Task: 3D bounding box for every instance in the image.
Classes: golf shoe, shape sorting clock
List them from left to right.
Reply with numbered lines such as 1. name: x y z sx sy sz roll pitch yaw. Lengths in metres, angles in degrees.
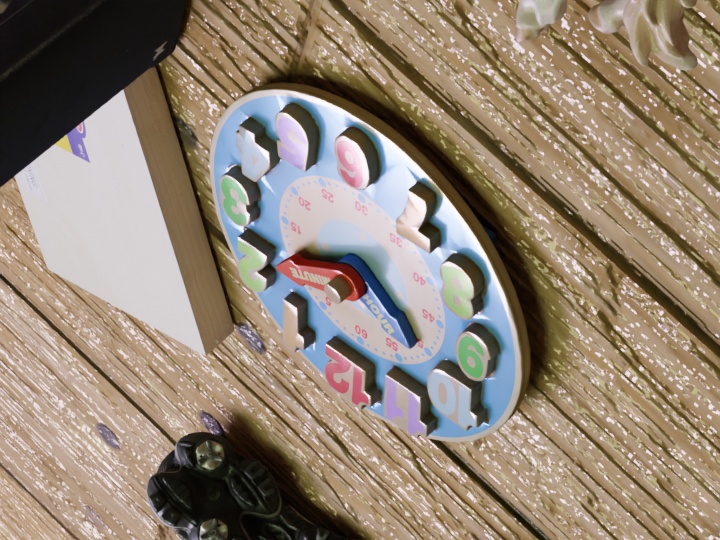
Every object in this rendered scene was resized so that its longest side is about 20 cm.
1. golf shoe: -0.037 0.174 1.539 0.200 0.077 0.088 47 172 10
2. shape sorting clock: 0.000 0.000 1.274 0.200 0.039 0.200 35 150 24

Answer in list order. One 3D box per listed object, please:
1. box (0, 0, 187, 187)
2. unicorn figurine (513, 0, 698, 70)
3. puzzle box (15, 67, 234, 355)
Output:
1. box: -0.198 -0.152 1.252 0.200 0.148 0.104 40 151 13
2. unicorn figurine: 0.050 -0.162 0.971 0.199 0.074 0.138 24 137 14
3. puzzle box: -0.140 -0.055 1.422 0.133 0.025 0.201 28 146 36
